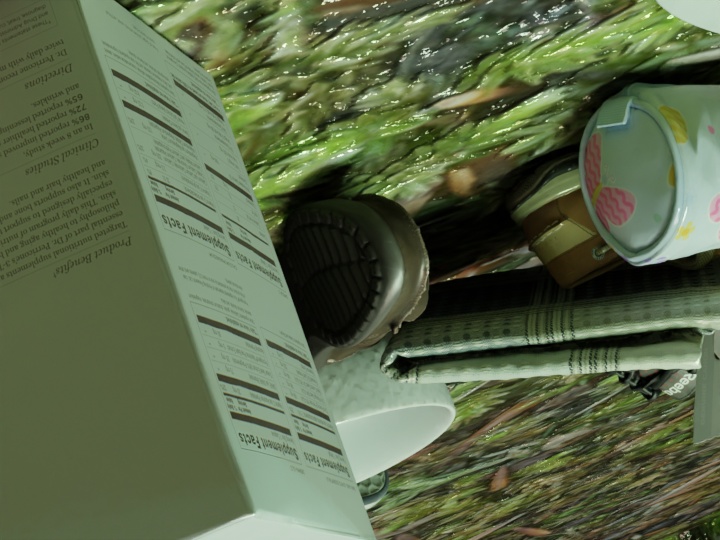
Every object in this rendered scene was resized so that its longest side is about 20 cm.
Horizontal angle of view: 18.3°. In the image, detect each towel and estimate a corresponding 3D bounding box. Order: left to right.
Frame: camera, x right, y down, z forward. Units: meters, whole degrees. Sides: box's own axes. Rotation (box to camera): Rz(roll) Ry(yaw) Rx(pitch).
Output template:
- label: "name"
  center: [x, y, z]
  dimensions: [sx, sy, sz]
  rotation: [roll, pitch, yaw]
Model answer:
- label: "towel"
  center: [0.119, 0.026, 1.233]
  dimensions: [0.199, 0.035, 0.193]
  rotation: [-8, -171, 9]

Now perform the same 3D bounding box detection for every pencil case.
- label: "pencil case"
  center: [0.209, -0.061, 1.152]
  dimensions: [0.199, 0.091, 0.083]
  rotation: [-12, -159, -31]

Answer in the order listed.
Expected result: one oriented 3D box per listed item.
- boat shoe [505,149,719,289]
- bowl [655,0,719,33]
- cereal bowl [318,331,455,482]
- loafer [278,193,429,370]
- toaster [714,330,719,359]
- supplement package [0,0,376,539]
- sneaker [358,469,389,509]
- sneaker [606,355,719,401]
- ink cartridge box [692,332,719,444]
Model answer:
- label: "boat shoe"
  center: [0.175, -0.035, 1.223]
  dimensions: [0.199, 0.074, 0.076]
  rotation: [-15, 164, -22]
- label: "bowl"
  center: [0.206, -0.142, 0.808]
  dimensions: [0.200, 0.091, 0.201]
  rotation: [3, 174, 0]
- label: "cereal bowl"
  center: [-0.050, 0.082, 1.306]
  dimensions: [0.199, 0.084, 0.200]
  rotation: [-20, 165, -6]
- label: "loafer"
  center: [0.000, 0.000, 1.137]
  dimensions: [0.071, 0.073, 0.200]
  rotation: [-21, 175, -18]
- label: "toaster"
  center: [0.322, 0.003, 1.387]
  dimensions: [0.180, 0.119, 0.200]
  rotation: [-33, -178, 28]
- label: "supplement package"
  center: [-0.112, 0.029, 0.812]
  dimensions: [0.151, 0.201, 0.151]
  rotation: [-23, 165, 11]
- label: "sneaker"
  center: [-0.092, 0.169, 1.534]
  dimensions: [0.201, 0.077, 0.146]
  rotation: [-2, 146, -27]
- label: "sneaker"
  center: [0.176, 0.039, 1.435]
  dimensions: [0.200, 0.098, 0.071]
  rotation: [-9, 163, -35]
- label: "ink cartridge box"
  center: [0.270, 0.010, 1.264]
  dimensions: [0.050, 0.163, 0.200]
  rotation: [17, 156, -25]
